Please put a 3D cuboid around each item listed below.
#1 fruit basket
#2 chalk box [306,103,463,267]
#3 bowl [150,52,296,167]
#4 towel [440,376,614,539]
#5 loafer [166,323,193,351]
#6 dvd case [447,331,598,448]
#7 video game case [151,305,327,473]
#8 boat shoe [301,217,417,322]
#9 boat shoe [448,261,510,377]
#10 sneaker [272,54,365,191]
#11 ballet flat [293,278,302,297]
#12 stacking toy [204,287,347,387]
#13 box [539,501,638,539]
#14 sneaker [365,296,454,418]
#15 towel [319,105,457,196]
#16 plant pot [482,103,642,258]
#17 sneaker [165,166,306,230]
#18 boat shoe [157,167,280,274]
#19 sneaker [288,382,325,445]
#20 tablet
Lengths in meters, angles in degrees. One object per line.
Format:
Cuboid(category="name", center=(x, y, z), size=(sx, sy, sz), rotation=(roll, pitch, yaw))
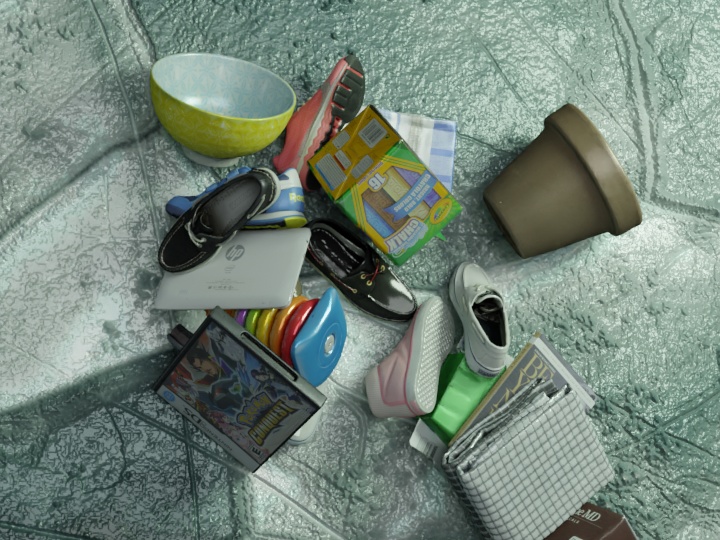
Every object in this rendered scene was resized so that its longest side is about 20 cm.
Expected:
Cuboid(category="fruit basket", center=(0.182, 0.210, 1.728), size=(0.200, 0.094, 0.186), rotation=(35, 74, -21))
Cuboid(category="chalk box", center=(0.044, -0.101, 1.689), size=(0.124, 0.125, 0.200), rotation=(-41, 127, 5))
Cuboid(category="bowl", center=(-0.194, -0.205, 1.683), size=(0.199, 0.201, 0.108), rotation=(10, 120, -11))
Cuboid(category="towel", center=(0.219, 0.256, 1.639), size=(0.200, 0.085, 0.166), rotation=(-37, 114, -16))
Cuboid(category="loafer", center=(-0.162, 0.122, 1.648), size=(0.199, 0.072, 0.063), rotation=(34, 90, 7))
Cuboid(category="dvd case", center=(0.224, 0.205, 1.687), size=(0.200, 0.016, 0.149), rotation=(-50, 118, -13))
Cuboid(category="video game case", center=(-0.160, 0.158, 1.596), size=(0.181, 0.200, 0.026), rotation=(40, 45, -3))
Cuboid(category="boat shoe", center=(-0.002, 0.002, 1.726), size=(0.201, 0.063, 0.074), rotation=(38, 71, -5))
Cuboid(category="boat shoe", center=(0.168, 0.052, 1.707), size=(0.072, 0.066, 0.201), rotation=(13, 42, -13))
Cuboid(category="sneaker", center=(-0.064, -0.216, 1.734), size=(0.086, 0.074, 0.201), rotation=(21, 84, 29))
Cuboid(category="ballet flat", center=(-0.114, -0.014, 1.697), size=(0.067, 0.046, 0.201), rotation=(-7, 74, 29))
Cuboid(category="stacking toy", center=(-0.125, 0.069, 1.624), size=(0.199, 0.110, 0.116), rotation=(17, 56, 23))
Cuboid(category="box", center=(0.270, 0.429, 1.637), size=(0.200, 0.166, 0.165), rotation=(-36, 104, -17))
Cuboid(category="sneaker", center=(0.062, 0.122, 1.712), size=(0.075, 0.104, 0.201), rotation=(49, 40, -29))
Cuboid(category="towel", center=(0.041, -0.163, 1.785), size=(0.199, 0.024, 0.148), rotation=(9, 79, -11))
Cuboid(category="plant pot", center=(0.275, -0.106, 1.759), size=(0.174, 0.200, 0.201), rotation=(-33, 88, 2))
Cuboid(category="sneaker", center=(-0.166, -0.097, 1.675), size=(0.199, 0.074, 0.083), rotation=(0, 85, 13))
Cuboid(category="boat shoe", center=(-0.191, -0.062, 1.609), size=(0.199, 0.060, 0.074), rotation=(-33, 87, 15))
Cuboid(category="sneaker", center=(-0.076, 0.134, 1.678), size=(0.073, 0.071, 0.201), rotation=(9, 78, -11))
Cuboid(category="tablet", center=(-0.169, -0.003, 1.636), size=(0.199, 0.014, 0.131), rotation=(-1, 52, 22))
